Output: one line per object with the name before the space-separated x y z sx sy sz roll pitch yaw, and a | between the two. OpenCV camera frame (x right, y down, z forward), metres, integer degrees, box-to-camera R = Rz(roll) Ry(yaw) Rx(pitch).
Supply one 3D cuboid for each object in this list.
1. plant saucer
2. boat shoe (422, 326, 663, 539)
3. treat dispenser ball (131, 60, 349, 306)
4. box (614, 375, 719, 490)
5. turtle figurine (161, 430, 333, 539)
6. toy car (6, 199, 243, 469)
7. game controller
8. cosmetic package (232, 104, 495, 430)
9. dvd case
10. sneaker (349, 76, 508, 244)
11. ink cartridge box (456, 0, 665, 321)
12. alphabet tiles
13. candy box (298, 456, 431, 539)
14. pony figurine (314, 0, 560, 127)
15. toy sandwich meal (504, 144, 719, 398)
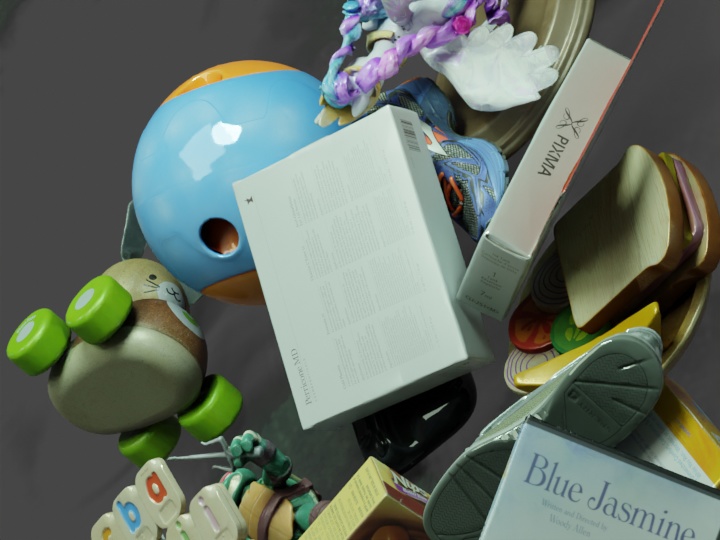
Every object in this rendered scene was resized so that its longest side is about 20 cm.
plant saucer | 0.117 -0.174 1.760 0.200 0.029 0.201 -47 30 37
boat shoe | 0.123 0.114 1.451 0.202 0.074 0.065 -48 -3 19
treat dispenser ball | -0.088 -0.071 1.815 0.200 0.200 0.202 -32 41 33
box | 0.163 0.175 1.437 0.200 0.041 0.119 -52 34 12
turtle figurine | -0.069 0.189 1.664 0.199 0.100 0.151 24 117 44
toy car | -0.181 0.036 1.902 0.157 0.164 0.201 -26 32 38
game controller | 0.029 0.071 1.705 0.104 0.042 0.201 -32 39 11
cosmetic package | 0.000 0.000 1.639 0.150 0.052 0.202 -23 75 26
dvd case | 0.133 0.208 1.357 0.018 0.142 0.201 49 -118 -81
sneaker | 0.053 -0.076 1.703 0.200 0.078 0.076 -131 33 -50
ink cartridge box | 0.141 -0.086 1.556 0.201 0.043 0.174 -60 -7 -32
alphabet tiles | -0.131 0.250 1.666 0.196 0.015 0.200 57 133 18
candy box | -0.009 0.241 1.530 0.200 0.116 0.057 -50 27 13
pony figurine | 0.059 -0.195 1.698 0.192 0.167 0.200 -27 20 43
toy sandwich meal | 0.166 0.010 1.538 0.205 0.070 0.206 -32 41 33
